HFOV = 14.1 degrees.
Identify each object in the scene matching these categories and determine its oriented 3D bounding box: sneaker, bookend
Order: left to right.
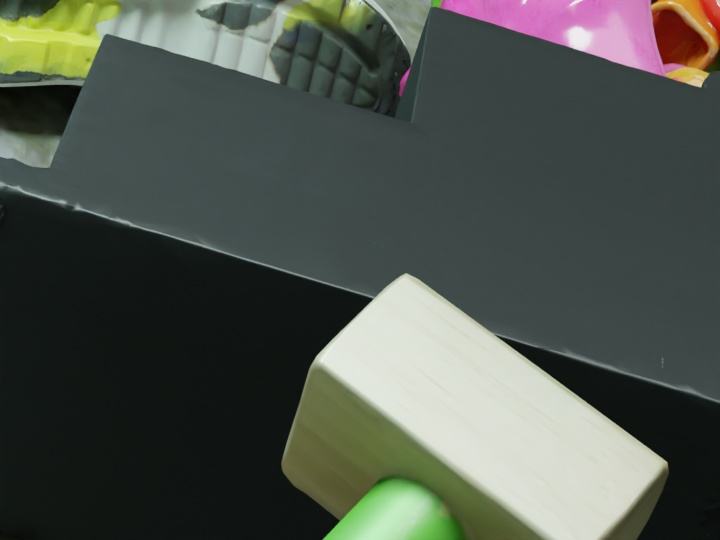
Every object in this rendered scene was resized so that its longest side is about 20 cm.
[{"bbox_3d":[-0.077,-0.089,0.946,0.199,0.075,0.085,15,15,-23],"label":"sneaker"},{"bbox_3d":[0.000,0.000,0.758,0.199,0.092,0.199,16,27,-4],"label":"bookend"}]

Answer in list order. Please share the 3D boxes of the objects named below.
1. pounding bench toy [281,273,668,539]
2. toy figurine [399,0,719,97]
[{"bbox_3d":[-0.043,0.107,0.368,0.124,0.201,0.156,28,23,17],"label":"pounding bench toy"},{"bbox_3d":[0.087,-0.049,0.934,0.200,0.150,0.184,48,28,-5],"label":"toy figurine"}]
